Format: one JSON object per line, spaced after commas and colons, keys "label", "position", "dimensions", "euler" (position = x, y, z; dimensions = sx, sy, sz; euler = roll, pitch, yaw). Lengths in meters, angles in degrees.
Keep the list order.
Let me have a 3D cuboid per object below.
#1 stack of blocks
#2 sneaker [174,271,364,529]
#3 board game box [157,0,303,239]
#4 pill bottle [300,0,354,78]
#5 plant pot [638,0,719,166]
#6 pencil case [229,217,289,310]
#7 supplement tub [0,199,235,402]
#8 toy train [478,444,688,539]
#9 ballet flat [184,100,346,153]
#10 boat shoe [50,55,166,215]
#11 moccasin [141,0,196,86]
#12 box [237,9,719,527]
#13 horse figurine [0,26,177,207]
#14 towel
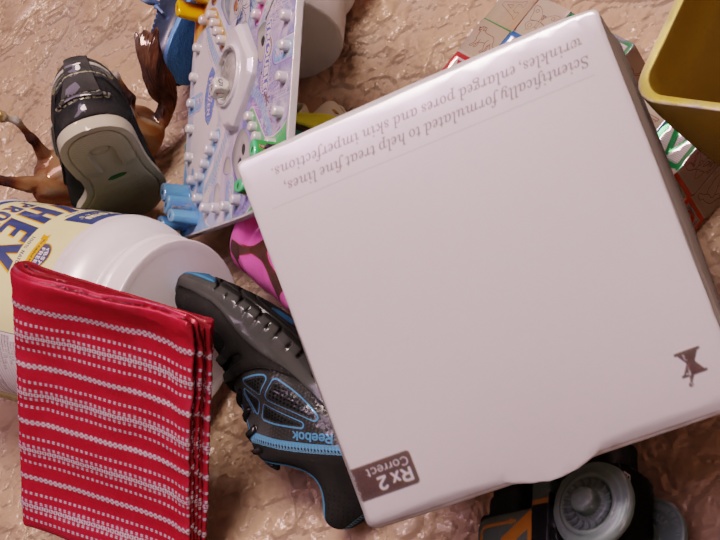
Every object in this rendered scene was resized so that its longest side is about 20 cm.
{"label": "stack of blocks", "position": [0.135, -0.089, 0.842], "dimensions": [0.115, 0.059, 0.200], "euler": [-50, 47, -2]}
{"label": "sneaker", "position": [-0.054, 0.076, 0.835], "dimensions": [0.200, 0.073, 0.082], "euler": [40, 98, 22]}
{"label": "board game box", "position": [-0.091, -0.132, 0.905], "dimensions": [0.200, 0.026, 0.202], "euler": [-12, 73, 64]}
{"label": "pill bottle", "position": [-0.055, -0.257, 1.038], "dimensions": [0.114, 0.114, 0.201], "euler": [-14, 56, 27]}
{"label": "plant pot", "position": [0.291, -0.111, 0.669], "dimensions": [0.199, 0.176, 0.201], "euler": [16, 73, 39]}
{"label": "pencil case", "position": [0.000, 0.000, 0.864], "dimensions": [0.200, 0.090, 0.094], "euler": [31, 118, 40]}
{"label": "supplement tub", "position": [-0.198, 0.029, 0.941], "dimensions": [0.199, 0.145, 0.146], "euler": [8, 68, 37]}
{"label": "toy train", "position": [0.106, 0.186, 0.684], "dimensions": [0.114, 0.085, 0.201], "euler": [-20, 53, 35]}
{"label": "ballet flat", "position": [-0.046, -0.096, 0.973], "dimensions": [0.199, 0.067, 0.067], "euler": [12, 49, 40]}
{"label": "boat shoe", "position": [-0.188, -0.087, 0.982], "dimensions": [0.071, 0.200, 0.068], "euler": [-20, 72, -10]}
{"label": "moccasin", "position": [-0.137, -0.230, 1.111], "dimensions": [0.068, 0.081, 0.201], "euler": [6, 53, 22]}
{"label": "box", "position": [0.073, 0.000, 0.694], "dimensions": [0.198, 0.131, 0.201], "euler": [-21, 88, 14]}
{"label": "horse figurine", "position": [-0.215, -0.102, 1.046], "dimensions": [0.199, 0.133, 0.050], "euler": [-33, 54, 10]}
{"label": "towel", "position": [-0.159, 0.099, 0.842], "dimensions": [0.144, 0.201, 0.022], "euler": [15, 27, 21]}
